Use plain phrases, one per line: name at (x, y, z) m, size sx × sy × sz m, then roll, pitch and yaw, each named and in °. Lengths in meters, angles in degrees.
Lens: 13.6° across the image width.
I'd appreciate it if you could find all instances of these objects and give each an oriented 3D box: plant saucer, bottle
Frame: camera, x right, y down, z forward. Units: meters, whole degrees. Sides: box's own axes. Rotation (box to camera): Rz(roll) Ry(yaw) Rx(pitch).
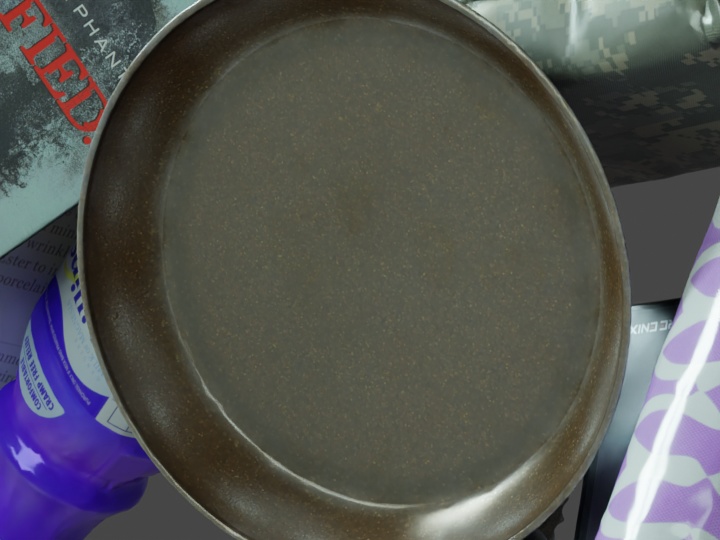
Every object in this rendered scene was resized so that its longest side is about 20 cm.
plant saucer at (0.000, 0.000, 0.970) m, size 0.199 × 0.032 × 0.201 m, roll 7°, pitch 106°, yaw 27°
bottle at (-0.082, 0.028, 1.089) m, size 0.200 × 0.065 × 0.084 m, roll -54°, pitch 40°, yaw 30°

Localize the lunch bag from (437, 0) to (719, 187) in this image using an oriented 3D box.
lunch bag at (0.094, -0.139, 1.001) m, size 0.163 × 0.117 × 0.201 m, roll -11°, pitch 66°, yaw 43°

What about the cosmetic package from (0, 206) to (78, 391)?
cosmetic package at (-0.141, -0.067, 1.155) m, size 0.165 × 0.164 × 0.201 m, roll 44°, pitch 108°, yaw 38°

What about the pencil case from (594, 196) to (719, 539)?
pencil case at (0.126, 0.048, 0.909) m, size 0.085 × 0.084 × 0.201 m, roll 16°, pitch 77°, yaw 15°

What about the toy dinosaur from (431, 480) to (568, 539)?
toy dinosaur at (0.018, 0.047, 1.066) m, size 0.102 × 0.077 × 0.201 m, roll -26°, pitch 48°, yaw 16°

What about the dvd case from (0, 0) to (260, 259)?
dvd case at (-0.119, -0.093, 1.020) m, size 0.199 × 0.022 × 0.146 m, roll -33°, pitch 94°, yaw 14°

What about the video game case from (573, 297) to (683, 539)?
video game case at (0.126, 0.097, 0.951) m, size 0.142 × 0.019 × 0.201 m, roll -10°, pitch 59°, yaw 39°
